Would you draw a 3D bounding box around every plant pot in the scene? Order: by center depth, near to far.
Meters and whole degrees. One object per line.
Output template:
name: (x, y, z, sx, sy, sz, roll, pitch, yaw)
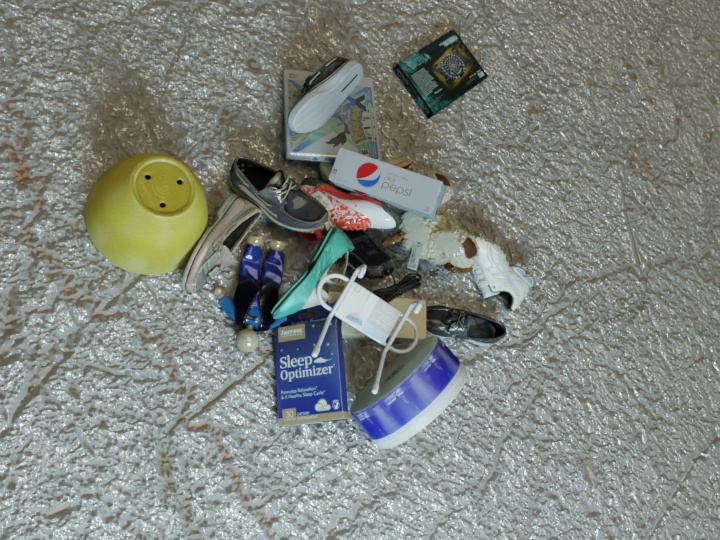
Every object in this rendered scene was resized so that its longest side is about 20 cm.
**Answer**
plant pot: (-0.329, -0.107, 1.158, 0.199, 0.142, 0.201, 8, 71, -25)

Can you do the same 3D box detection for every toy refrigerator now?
toy refrigerator: (0.018, 0.087, 1.322, 0.199, 0.070, 0.076, 5, 78, -25)

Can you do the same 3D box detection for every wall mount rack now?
wall mount rack: (0.007, 0.094, 1.186, 0.199, 0.075, 0.174, 32, 78, -10)

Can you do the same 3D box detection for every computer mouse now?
computer mouse: (0.000, 0.000, 1.314, 0.200, 0.046, 0.140, 38, 43, 22)

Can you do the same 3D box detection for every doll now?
doll: (-0.184, 0.043, 1.240, 0.136, 0.048, 0.201, 11, 68, -13)

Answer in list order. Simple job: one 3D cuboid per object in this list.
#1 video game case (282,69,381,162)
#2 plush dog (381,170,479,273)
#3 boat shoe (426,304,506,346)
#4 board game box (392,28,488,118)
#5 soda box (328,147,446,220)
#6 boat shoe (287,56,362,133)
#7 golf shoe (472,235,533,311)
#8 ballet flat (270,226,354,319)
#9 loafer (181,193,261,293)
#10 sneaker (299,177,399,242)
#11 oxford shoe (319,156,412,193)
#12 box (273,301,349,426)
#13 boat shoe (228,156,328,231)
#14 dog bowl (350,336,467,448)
video game case: (-0.057, -0.296, 1.392, 0.181, 0.022, 0.201, 2, 64, -14)
plush dog: (0.140, -0.067, 1.391, 0.172, 0.160, 0.201, 22, 44, -64)
boat shoe: (0.197, 0.106, 1.408, 0.199, 0.066, 0.070, 18, 66, -22)
board game box: (0.178, -0.436, 1.592, 0.200, 0.028, 0.136, -38, 93, -31)
soda box: (0.048, -0.155, 1.293, 0.199, 0.068, 0.064, 20, 90, 14)
boat shoe: (-0.078, -0.331, 1.361, 0.071, 0.072, 0.200, 28, 59, 27)
golf shoe: (0.263, 0.005, 1.472, 0.200, 0.078, 0.098, 34, 68, -13)
ballet flat: (-0.072, 0.015, 1.237, 0.070, 0.067, 0.200, 36, 67, -5)
loafer: (-0.233, -0.044, 1.222, 0.063, 0.072, 0.201, 21, 61, 5)
sneaker: (-0.037, -0.089, 1.319, 0.200, 0.067, 0.108, 22, 65, 11)
oxford shoe: (0.012, -0.205, 1.410, 0.199, 0.071, 0.074, -17, 77, -32)
box: (-0.086, 0.156, 1.223, 0.032, 0.120, 0.201, 35, 47, -65)
boat shoe: (-0.148, -0.134, 1.263, 0.199, 0.073, 0.075, 26, 65, 10)
dog bowl: (0.081, 0.205, 1.230, 0.079, 0.200, 0.200, 50, 59, -3)
